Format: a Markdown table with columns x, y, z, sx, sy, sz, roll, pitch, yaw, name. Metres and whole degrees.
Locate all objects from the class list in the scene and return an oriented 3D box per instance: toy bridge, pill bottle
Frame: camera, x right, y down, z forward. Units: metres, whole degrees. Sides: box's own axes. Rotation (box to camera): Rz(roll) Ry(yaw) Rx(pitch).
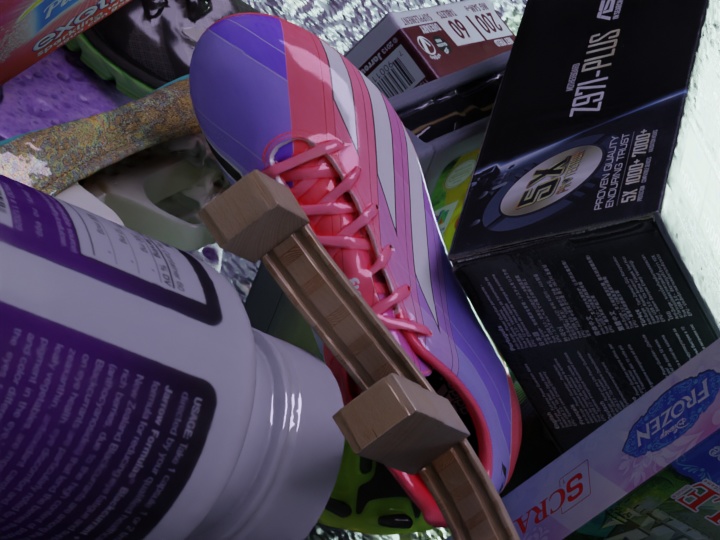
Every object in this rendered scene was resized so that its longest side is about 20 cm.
| x | y | z | sx | sy | sz | roll | pitch | yaw | name |
| --- | --- | --- | --- | --- | --- | --- | --- | --- | --- |
| 0.014 | 0.052 | 0.801 | 0.200 | 0.027 | 0.067 | 57 | 11 | 20 | toy bridge |
| -0.105 | 0.034 | 0.781 | 0.200 | 0.111 | 0.112 | 24 | 36 | -36 | pill bottle |

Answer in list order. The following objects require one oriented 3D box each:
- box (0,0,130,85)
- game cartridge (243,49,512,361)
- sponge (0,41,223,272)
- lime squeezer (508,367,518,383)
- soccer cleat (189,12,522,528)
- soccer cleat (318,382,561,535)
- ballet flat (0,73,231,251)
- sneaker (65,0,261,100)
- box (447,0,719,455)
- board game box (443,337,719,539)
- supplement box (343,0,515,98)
| x | y | z | sx | sy | sz | roll | pitch | yaw | name |
| --- | --- | --- | --- | --- | --- | --- | --- | --- | --- |
| -0.125 | -0.143 | 0.881 | 0.100 | 0.200 | 0.095 | 53 | -16 | 9 | box |
| 0.034 | -0.026 | 1.006 | 0.040 | 0.133 | 0.200 | 43 | 41 | 20 | game cartridge |
| -0.104 | -0.078 | 1.009 | 0.111 | 0.030 | 0.200 | 33 | 32 | -23 | sponge |
| 0.060 | 0.029 | 1.037 | 0.038 | 0.071 | 0.200 | 45 | 34 | 24 | lime squeezer |
| 0.000 | 0.000 | 0.862 | 0.200 | 0.067 | 0.076 | 62 | 15 | -16 | soccer cleat |
| 0.021 | 0.072 | 0.970 | 0.200 | 0.084 | 0.065 | 6 | 87 | -32 | soccer cleat |
| -0.093 | -0.022 | 0.873 | 0.071 | 0.071 | 0.200 | 52 | 43 | 9 | ballet flat |
| -0.092 | -0.133 | 0.975 | 0.200 | 0.084 | 0.077 | 39 | 30 | -10 | sneaker |
| 0.127 | 0.004 | 0.939 | 0.200 | 0.086 | 0.164 | 57 | 34 | -33 | box |
| 0.139 | 0.130 | 0.898 | 0.200 | 0.199 | 0.041 | 30 | 38 | -26 | board game box |
| 0.078 | -0.035 | 1.166 | 0.200 | 0.061 | 0.109 | 53 | 29 | 9 | supplement box |
